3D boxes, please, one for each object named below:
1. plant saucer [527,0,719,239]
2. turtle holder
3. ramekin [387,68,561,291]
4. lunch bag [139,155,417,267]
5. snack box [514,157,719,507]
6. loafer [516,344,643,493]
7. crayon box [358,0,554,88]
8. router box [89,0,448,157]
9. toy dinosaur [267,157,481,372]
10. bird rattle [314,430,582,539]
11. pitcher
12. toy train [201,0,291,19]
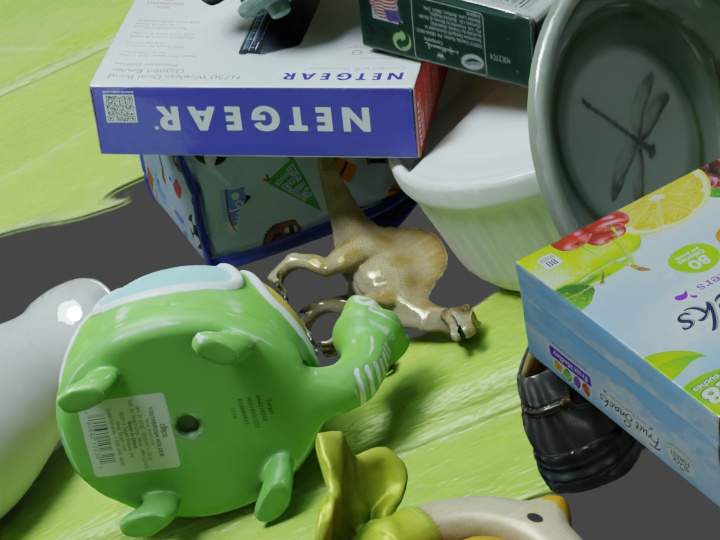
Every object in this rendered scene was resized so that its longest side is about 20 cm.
[{"bbox_3d":[0.150,-0.074,1.457,0.050,0.200,0.200,-7,33,48],"label":"plant saucer"},{"bbox_3d":[-0.081,0.052,1.522,0.185,0.141,0.132,-36,24,19],"label":"turtle holder"},{"bbox_3d":[0.123,-0.071,1.606,0.202,0.094,0.203,-22,28,12],"label":"ramekin"},{"bbox_3d":[-0.037,-0.091,1.755,0.199,0.124,0.170,-20,24,-12],"label":"lunch bag"},{"bbox_3d":[0.206,0.014,1.334,0.200,0.068,0.169,-27,39,-20],"label":"snack box"},{"bbox_3d":[0.127,0.031,1.447,0.073,0.072,0.200,-17,28,22],"label":"loafer"},{"bbox_3d":[0.106,-0.182,1.609,0.127,0.051,0.200,18,40,33],"label":"crayon box"},{"bbox_3d":[-0.046,-0.135,1.652,0.199,0.049,0.180,1,33,11],"label":"router box"},{"bbox_3d":[0.000,0.000,1.622,0.101,0.058,0.200,-33,53,-7],"label":"toy dinosaur"},{"bbox_3d":[0.035,0.162,1.284,0.162,0.113,0.200,-9,32,1],"label":"bird rattle"},{"bbox_3d":[-0.250,0.096,1.663,0.200,0.121,0.171,-36,5,-37],"label":"pitcher"},{"bbox_3d":[-0.009,-0.216,1.595,0.200,0.085,0.114,-29,-3,27],"label":"toy train"}]
